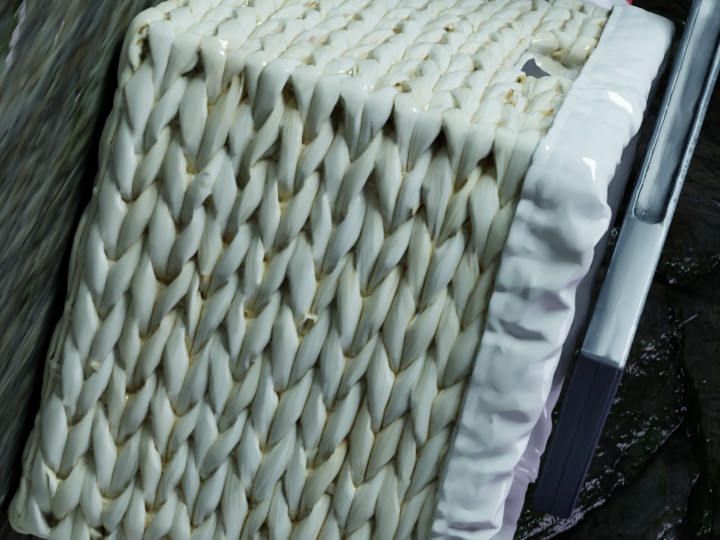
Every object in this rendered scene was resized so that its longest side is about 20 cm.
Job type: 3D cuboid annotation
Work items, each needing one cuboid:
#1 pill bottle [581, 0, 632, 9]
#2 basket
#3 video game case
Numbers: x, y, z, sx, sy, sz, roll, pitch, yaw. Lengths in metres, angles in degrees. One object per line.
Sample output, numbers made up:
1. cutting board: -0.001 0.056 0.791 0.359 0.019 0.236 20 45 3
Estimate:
1. pill bottle: 0.134 -0.251 1.352 0.111 0.110 0.201 25 84 -83
2. basket: 0.000 0.000 0.782 0.198 0.160 0.201 -54 163 -67
3. video game case: 0.105 -0.025 0.828 0.143 0.019 0.201 95 13 -64
